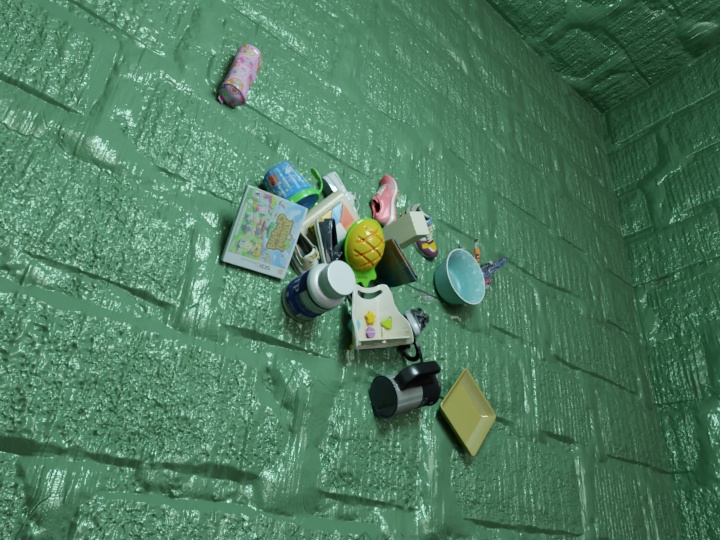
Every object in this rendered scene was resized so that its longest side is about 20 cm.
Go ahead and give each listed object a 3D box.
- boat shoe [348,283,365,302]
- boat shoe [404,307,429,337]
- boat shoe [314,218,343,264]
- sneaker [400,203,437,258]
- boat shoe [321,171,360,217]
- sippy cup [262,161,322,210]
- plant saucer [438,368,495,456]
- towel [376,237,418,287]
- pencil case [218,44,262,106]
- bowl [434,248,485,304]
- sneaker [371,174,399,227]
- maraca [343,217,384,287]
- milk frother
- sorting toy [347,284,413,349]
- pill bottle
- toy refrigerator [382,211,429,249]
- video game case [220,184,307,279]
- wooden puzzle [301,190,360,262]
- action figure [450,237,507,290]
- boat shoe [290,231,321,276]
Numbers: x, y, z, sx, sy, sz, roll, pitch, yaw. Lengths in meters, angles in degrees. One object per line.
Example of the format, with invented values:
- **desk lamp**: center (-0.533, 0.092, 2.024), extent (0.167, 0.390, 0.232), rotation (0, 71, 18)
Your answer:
- **boat shoe**: center (0.002, 0.001, 1.584), extent (0.074, 0.066, 0.202), rotation (26, 55, -31)
- **boat shoe**: center (0.177, 0.151, 1.598), extent (0.200, 0.065, 0.071), rotation (-40, 107, -86)
- **boat shoe**: center (-0.078, -0.053, 1.480), extent (0.075, 0.061, 0.204), rotation (-14, 90, -78)
- **sneaker**: center (0.223, -0.136, 1.830), extent (0.201, 0.090, 0.075), rotation (54, 45, -8)
- **boat shoe**: center (-0.041, -0.221, 1.640), extent (0.086, 0.075, 0.203), rotation (-35, 89, -28)
- **sippy cup**: center (-0.203, -0.226, 1.468), extent (0.131, 0.139, 0.177), rotation (56, 35, 8)
- **plant saucer**: center (0.336, 0.456, 1.689), extent (0.200, 0.048, 0.202), rotation (-39, 97, -45)
- **towel**: center (0.095, -0.020, 1.590), extent (0.022, 0.200, 0.148), rotation (-34, 95, -22)
- **pencil case**: center (-0.348, -0.565, 1.521), extent (0.087, 0.087, 0.203), rotation (31, 54, -27)
- **bowl**: center (0.335, 0.036, 1.842), extent (0.199, 0.104, 0.204), rotation (19, 59, -35)
- **sneaker**: center (0.077, -0.245, 1.762), extent (0.086, 0.073, 0.204), rotation (19, 59, -33)
- **maraca**: center (0.008, -0.050, 1.507), extent (0.135, 0.107, 0.204), rotation (1, 102, -31)
- **milk frother**: center (0.115, 0.299, 1.522), extent (0.186, 0.183, 0.199), rotation (-1, 28, -42)
- **sorting toy**: center (0.038, 0.129, 1.505), extent (0.197, 0.106, 0.184), rotation (2, 77, -33)
- **pill bottle**: center (-0.106, 0.051, 1.369), extent (0.118, 0.199, 0.122), rotation (19, 58, -34)
- **toy refrigerator**: center (0.120, -0.109, 1.647), extent (0.069, 0.199, 0.077), rotation (-6, 73, -42)
- **video game case**: center (-0.246, -0.096, 1.360), extent (0.180, 0.022, 0.203), rotation (18, 93, -35)
- **wooden puzzle**: center (-0.071, -0.111, 1.546), extent (0.184, 0.037, 0.201), rotation (-39, 97, -20)
- **action figure**: center (0.447, -0.019, 1.976), extent (0.197, 0.104, 0.196), rotation (-23, 92, -20)
- **boat shoe**: center (-0.150, -0.033, 1.461), extent (0.200, 0.068, 0.075), rotation (49, 47, -14)
